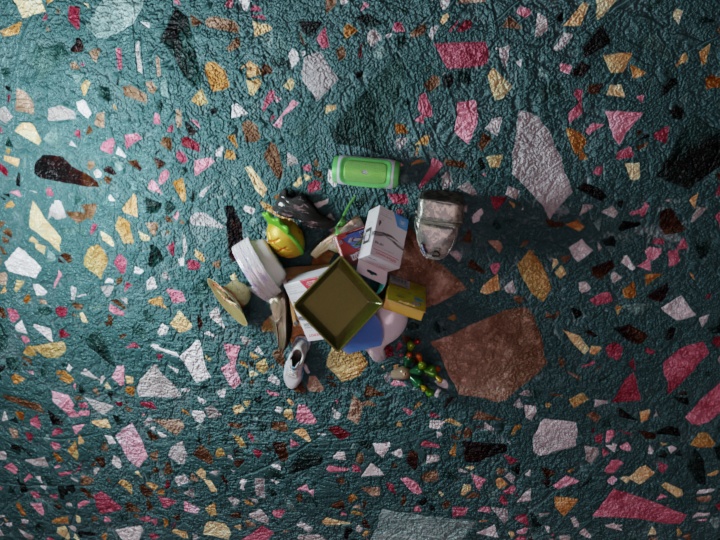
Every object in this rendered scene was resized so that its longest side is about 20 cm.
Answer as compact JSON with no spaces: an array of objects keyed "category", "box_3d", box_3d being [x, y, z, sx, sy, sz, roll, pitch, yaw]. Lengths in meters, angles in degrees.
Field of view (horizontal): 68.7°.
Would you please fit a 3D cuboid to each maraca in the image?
[{"category":"maraca","box_3d":[-0.237,-0.111,1.621,0.136,0.201,0.108,28,71,26]}]

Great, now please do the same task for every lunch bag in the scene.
[{"category":"lunch bag","box_3d":[0.224,-0.134,1.526,0.137,0.200,0.170,6,108,7]}]

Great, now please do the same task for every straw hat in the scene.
[{"category":"straw hat","box_3d":[-0.410,0.080,1.745,0.085,0.200,0.202,-43,100,-25]}]

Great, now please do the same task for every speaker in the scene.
[{"category":"speaker","box_3d":[0.018,-0.292,1.565,0.197,0.089,0.090,6,109,6]}]

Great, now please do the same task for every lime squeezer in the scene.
[{"category":"lime squeezer","box_3d":[-0.044,-0.129,1.586,0.069,0.038,0.203,-4,79,12]}]

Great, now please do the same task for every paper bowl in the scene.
[{"category":"paper bowl","box_3d":[-0.305,-0.015,1.645,0.104,0.201,0.202,-33,102,-4]}]

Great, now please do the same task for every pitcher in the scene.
[{"category":"pitcher","box_3d":[0.053,0.170,1.704,0.171,0.121,0.201,35,122,11]}]

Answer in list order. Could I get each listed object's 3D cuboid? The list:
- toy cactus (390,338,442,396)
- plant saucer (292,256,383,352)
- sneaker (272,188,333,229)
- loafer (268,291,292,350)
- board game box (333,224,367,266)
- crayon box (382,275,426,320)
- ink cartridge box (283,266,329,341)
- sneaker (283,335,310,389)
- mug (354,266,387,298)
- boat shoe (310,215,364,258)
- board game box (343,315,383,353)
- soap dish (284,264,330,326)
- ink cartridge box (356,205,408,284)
[{"category":"toy cactus","box_3d":[0.178,0.326,1.754,0.163,0.102,0.202,-18,108,33]},{"category":"plant saucer","box_3d":[-0.066,0.094,1.518,0.200,0.048,0.200,-45,109,-8]},{"category":"sneaker","box_3d":[-0.172,-0.190,1.635,0.197,0.076,0.092,21,102,-2]},{"category":"loafer","box_3d":[-0.270,0.167,1.767,0.066,0.076,0.204,2,99,8]},{"category":"board game box","box_3d":[0.018,-0.082,1.584,0.019,0.198,0.104,-16,94,55]},{"category":"crayon box","box_3d":[0.135,0.087,1.609,0.125,0.200,0.051,19,110,1]},{"category":"ink cartridge box","box_3d":[-0.124,0.105,1.608,0.145,0.083,0.202,-13,106,35]},{"category":"sneaker","box_3d":[-0.228,0.326,1.804,0.074,0.087,0.203,14,111,2]},{"category":"mug","box_3d":[0.005,0.010,1.644,0.152,0.114,0.186,41,69,-5]},{"category":"boat shoe","box_3d":[-0.068,-0.089,1.649,0.199,0.074,0.070,-35,94,16]},{"category":"board game box","box_3d":[-0.014,0.174,1.667,0.198,0.039,0.160,-19,103,31]},{"category":"soap dish","box_3d":[-0.162,0.087,1.717,0.155,0.081,0.203,-4,106,10]},{"category":"ink cartridge box","box_3d":[0.067,-0.074,1.561,0.115,0.066,0.203,23,68,-28]}]
